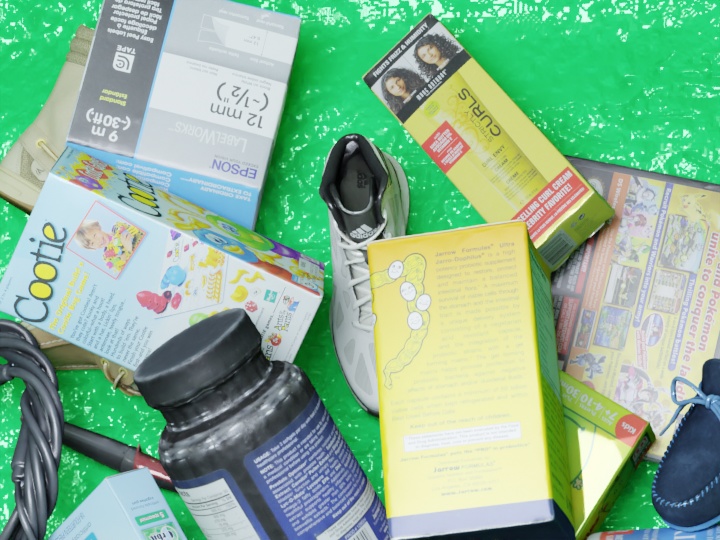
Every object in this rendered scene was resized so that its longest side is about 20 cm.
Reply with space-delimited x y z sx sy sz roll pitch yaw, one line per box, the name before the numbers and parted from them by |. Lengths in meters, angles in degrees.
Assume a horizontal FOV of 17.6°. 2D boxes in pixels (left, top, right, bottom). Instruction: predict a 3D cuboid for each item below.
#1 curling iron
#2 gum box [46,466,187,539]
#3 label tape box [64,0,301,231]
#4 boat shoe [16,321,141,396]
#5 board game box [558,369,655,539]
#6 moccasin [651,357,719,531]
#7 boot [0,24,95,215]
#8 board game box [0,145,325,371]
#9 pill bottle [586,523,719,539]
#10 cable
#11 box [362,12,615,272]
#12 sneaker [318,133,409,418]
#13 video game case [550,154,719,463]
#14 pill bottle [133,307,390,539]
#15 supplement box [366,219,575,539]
curling iron | -0.157 0.133 1.689 0.199 0.026 0.050 17 119 20
gum box | -0.158 0.266 1.608 0.170 0.044 0.201 -45 68 36
label tape box | -0.132 -0.097 1.657 0.142 0.066 0.201 14 71 -3
boat shoe | -0.159 0.055 1.685 0.199 0.074 0.067 -9 70 11
board game box | 0.103 0.167 1.573 0.101 0.048 0.201 30 82 19
moccasin | 0.248 0.080 1.553 0.080 0.068 0.200 12 56 37
boot | -0.160 -0.084 1.720 0.199 0.073 0.156 26 83 21
board game box | -0.135 0.009 1.588 0.199 0.103 0.105 25 102 -6
pill bottle | 0.250 0.221 1.527 0.199 0.112 0.113 -6 76 11
cable | -0.259 0.132 1.661 0.164 0.051 0.200 -58 44 15
box | 0.089 -0.089 1.648 0.075 0.050 0.200 -42 61 7
sneaker | 0.000 0.000 1.636 0.075 0.115 0.202 -10 76 11
video game case | 0.173 0.025 1.637 0.180 0.026 0.201 12 80 16
pill bottle | -0.061 0.130 1.508 0.111 0.112 0.201 -28 103 6
supplement box | 0.073 0.083 1.523 0.109 0.109 0.201 -8 70 11
